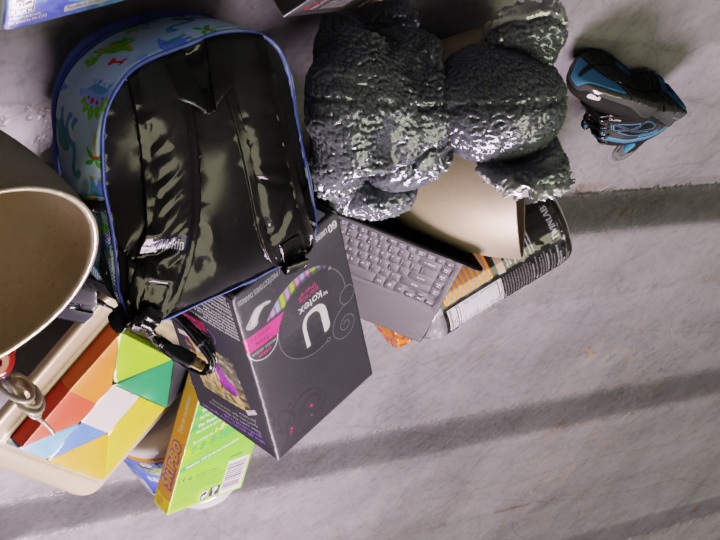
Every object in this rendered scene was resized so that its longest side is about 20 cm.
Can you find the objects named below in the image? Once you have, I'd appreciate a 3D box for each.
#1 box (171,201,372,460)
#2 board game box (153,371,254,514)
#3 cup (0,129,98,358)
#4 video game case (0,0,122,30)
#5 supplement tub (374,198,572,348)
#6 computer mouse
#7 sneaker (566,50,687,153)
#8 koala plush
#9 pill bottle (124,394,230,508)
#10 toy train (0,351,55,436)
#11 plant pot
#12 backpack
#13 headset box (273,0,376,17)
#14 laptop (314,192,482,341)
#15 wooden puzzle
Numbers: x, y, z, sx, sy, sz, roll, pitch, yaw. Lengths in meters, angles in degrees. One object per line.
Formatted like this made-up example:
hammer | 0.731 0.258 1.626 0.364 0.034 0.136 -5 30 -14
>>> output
box | -0.078 0.035 1.556 0.122 0.106 0.200 -41 141 -25
board game box | -0.123 0.123 1.693 0.095 0.030 0.201 -15 135 -46
cup | -0.302 -0.037 1.306 0.200 0.143 0.201 -28 153 -15
video game case | -0.149 -0.256 1.240 0.199 0.046 0.182 -20 149 -28
supplement tub | 0.095 -0.015 1.835 0.199 0.123 0.123 -30 153 -10
computer mouse | -0.206 0.036 1.509 0.034 0.199 0.059 -62 175 -54
sneaker | 0.249 -0.156 1.843 0.082 0.073 0.200 -44 152 21
koala plush | 0.066 -0.124 1.445 0.199 0.178 0.184 2 -178 9
pill bottle | -0.175 0.159 1.814 0.112 0.112 0.200 -33 153 -6
toy train | -0.265 0.028 1.465 0.116 0.085 0.200 -47 125 -6
plant pot | 0.070 -0.109 1.616 0.134 0.201 0.200 -1 154 8
backpack | -0.140 -0.088 1.387 0.182 0.147 0.201 -22 123 -29
headset box | 0.011 -0.246 1.307 0.148 0.075 0.200 -32 179 20
laptop | 0.000 0.000 1.669 0.104 0.177 0.200 -73 -173 -46
wooden puzzle | -0.222 0.113 1.621 0.200 0.037 0.185 -45 150 6
